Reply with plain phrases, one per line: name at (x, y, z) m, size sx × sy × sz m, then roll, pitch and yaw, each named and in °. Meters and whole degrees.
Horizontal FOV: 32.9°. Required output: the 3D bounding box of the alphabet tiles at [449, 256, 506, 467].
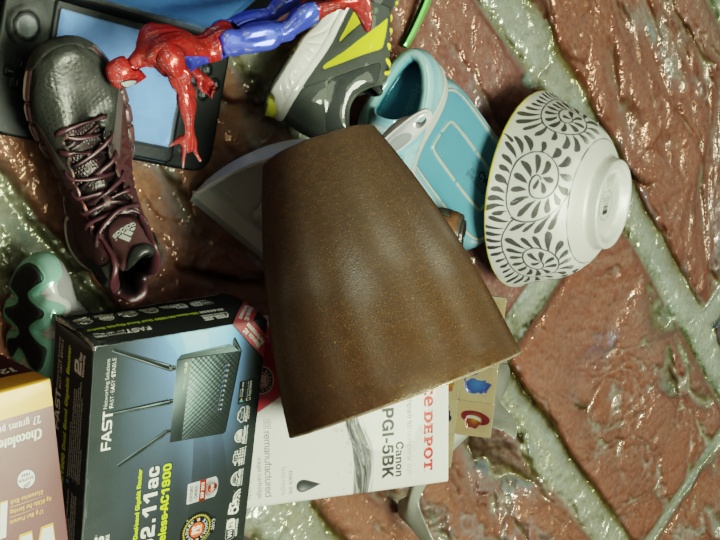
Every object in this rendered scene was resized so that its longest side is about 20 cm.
alphabet tiles at (0.045, 0.080, 1.118) m, size 0.165 × 0.006 × 0.202 m, roll 6°, pitch 102°, yaw 2°

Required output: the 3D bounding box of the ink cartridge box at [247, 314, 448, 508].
ink cartridge box at (-0.026, 0.114, 1.050) m, size 0.198 × 0.083 × 0.148 m, roll -5°, pitch 103°, yaw -17°

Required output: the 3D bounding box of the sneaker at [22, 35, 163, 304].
sneaker at (-0.179, -0.062, 0.875) m, size 0.075 × 0.116 × 0.201 m, roll -23°, pitch 131°, yaw -18°

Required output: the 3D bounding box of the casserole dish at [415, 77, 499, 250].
casserole dish at (0.090, -0.102, 1.176) m, size 0.121 × 0.039 × 0.200 m, roll -54°, pitch 128°, yaw -17°

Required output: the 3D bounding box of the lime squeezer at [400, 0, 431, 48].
lime squeezer at (0.062, -0.308, 1.110) m, size 0.070 × 0.038 × 0.202 m, roll -18°, pitch 111°, yaw -36°

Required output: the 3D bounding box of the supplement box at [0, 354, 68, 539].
supplement box at (-0.295, 0.157, 0.799) m, size 0.132 × 0.199 × 0.199 m, roll -14°, pitch 108°, yaw -37°

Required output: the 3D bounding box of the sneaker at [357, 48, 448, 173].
sneaker at (0.015, -0.104, 1.071) m, size 0.082 × 0.073 × 0.202 m, roll 36°, pitch 72°, yaw -70°

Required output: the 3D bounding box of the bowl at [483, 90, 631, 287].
bowl at (0.210, -0.073, 1.210) m, size 0.200 × 0.094 × 0.203 m, roll -28°, pitch 125°, yaw -51°

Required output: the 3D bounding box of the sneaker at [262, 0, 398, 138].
sneaker at (-0.003, -0.195, 1.043) m, size 0.084 × 0.074 × 0.201 m, roll 36°, pitch 84°, yaw -11°

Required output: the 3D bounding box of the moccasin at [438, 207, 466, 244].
moccasin at (0.050, 0.039, 1.144) m, size 0.074 × 0.077 × 0.203 m, roll -56°, pitch 153°, yaw -67°

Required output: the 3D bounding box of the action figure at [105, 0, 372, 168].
action figure at (-0.090, -0.149, 0.902) m, size 0.199 × 0.065 × 0.100 m, roll -18°, pitch 129°, yaw -21°

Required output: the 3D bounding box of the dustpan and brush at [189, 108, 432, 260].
dustpan and brush at (-0.024, -0.076, 1.010) m, size 0.200 × 0.057 × 0.139 m, roll -41°, pitch 128°, yaw 11°

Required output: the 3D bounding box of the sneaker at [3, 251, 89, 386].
sneaker at (-0.196, 0.067, 0.952) m, size 0.139 × 0.077 × 0.202 m, roll -19°, pitch 120°, yaw -37°

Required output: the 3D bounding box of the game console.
game console at (-0.157, -0.168, 0.902) m, size 0.199 × 0.118 × 0.172 m, roll 8°, pitch 94°, yaw -40°

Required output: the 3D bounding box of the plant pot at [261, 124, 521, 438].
plant pot at (0.000, 0.000, 0.922) m, size 0.186 × 0.187 × 0.202 m, roll -17°, pitch 85°, yaw -36°

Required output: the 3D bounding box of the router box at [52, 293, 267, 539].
router box at (-0.154, 0.125, 0.915) m, size 0.149 × 0.062 × 0.202 m, roll -8°, pitch 113°, yaw -40°

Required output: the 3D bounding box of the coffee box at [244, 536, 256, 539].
coffee box at (-0.099, 0.349, 1.082) m, size 0.113 × 0.080 × 0.201 m, roll 26°, pitch 82°, yaw -41°

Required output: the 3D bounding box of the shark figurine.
shark figurine at (0.105, 0.165, 1.189) m, size 0.215 × 0.089 × 0.128 m, roll -56°, pitch 153°, yaw -23°
